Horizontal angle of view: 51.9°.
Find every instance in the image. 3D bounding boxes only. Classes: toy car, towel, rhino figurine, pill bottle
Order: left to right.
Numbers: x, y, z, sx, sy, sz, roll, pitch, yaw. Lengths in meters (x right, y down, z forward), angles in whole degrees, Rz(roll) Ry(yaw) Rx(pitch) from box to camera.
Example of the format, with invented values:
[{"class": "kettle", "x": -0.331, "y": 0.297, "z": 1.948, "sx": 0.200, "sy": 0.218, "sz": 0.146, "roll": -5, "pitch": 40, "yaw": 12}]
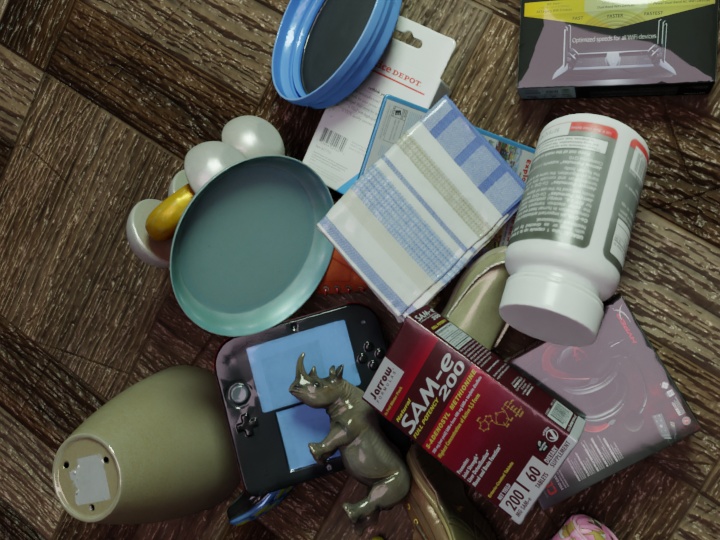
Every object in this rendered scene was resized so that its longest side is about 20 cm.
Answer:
[{"class": "toy car", "x": -0.154, "y": -0.066, "z": 0.852, "sx": 0.174, "sy": 0.201, "sz": 0.151, "roll": -34, "pitch": 103, "yaw": 33}, {"class": "rhino figurine", "x": -0.015, "y": 0.178, "z": 0.801, "sx": 0.086, "sy": 0.060, "sz": 0.203, "roll": -29, "pitch": 89, "yaw": -13}, {"class": "towel", "x": 0.067, "y": -0.062, "z": 0.780, "sx": 0.200, "sy": 0.024, "sz": 0.147, "roll": -45, "pitch": 95, "yaw": -1}, {"class": "pill bottle", "x": 0.207, "y": -0.038, "z": 0.727, "sx": 0.112, "sy": 0.114, "sz": 0.204, "roll": 15, "pitch": 72, "yaw": 18}]

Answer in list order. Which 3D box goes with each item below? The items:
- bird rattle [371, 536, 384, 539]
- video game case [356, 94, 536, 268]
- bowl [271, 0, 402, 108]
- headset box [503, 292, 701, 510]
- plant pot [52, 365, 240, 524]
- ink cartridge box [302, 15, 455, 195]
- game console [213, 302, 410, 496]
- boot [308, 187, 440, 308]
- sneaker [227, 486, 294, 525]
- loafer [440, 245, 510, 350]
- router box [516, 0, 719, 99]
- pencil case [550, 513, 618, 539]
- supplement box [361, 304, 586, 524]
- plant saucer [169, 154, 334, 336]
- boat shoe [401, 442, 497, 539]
[{"class": "bird rattle", "x": 0.040, "y": 0.419, "z": 0.827, "sx": 0.159, "sy": 0.113, "sz": 0.205, "roll": 7, "pitch": 95, "yaw": 2}, {"class": "video game case", "x": 0.095, "y": -0.087, "z": 0.804, "sx": 0.196, "sy": 0.018, "sz": 0.146, "roll": 18, "pitch": 96, "yaw": -8}, {"class": "bowl", "x": -0.028, "y": -0.277, "z": 0.830, "sx": 0.199, "sy": 0.039, "sz": 0.205, "roll": -26, "pitch": 54, "yaw": 42}, {"class": "headset box", "x": 0.223, "y": 0.140, "z": 0.773, "sx": 0.198, "sy": 0.075, "sz": 0.151, "roll": -32, "pitch": 80, "yaw": 16}, {"class": "plant pot", "x": -0.258, "y": 0.219, "z": 0.874, "sx": 0.183, "sy": 0.200, "sz": 0.192, "roll": 0, "pitch": 90, "yaw": 18}, {"class": "ink cartridge box", "x": 0.026, "y": -0.179, "z": 0.847, "sx": 0.115, "sy": 0.068, "sz": 0.203, "roll": 28, "pitch": 99, "yaw": 17}, {"class": "game console", "x": -0.056, "y": 0.143, "z": 0.838, "sx": 0.196, "sy": 0.031, "sz": 0.181, "roll": -15, "pitch": 85, "yaw": -5}, {"class": "boot", "x": 0.000, "y": 0.000, "z": 0.860, "sx": 0.199, "sy": 0.075, "sz": 0.108, "roll": 39, "pitch": 110, "yaw": 19}, {"class": "sneaker", "x": -0.102, "y": 0.214, "z": 0.892, "sx": 0.082, "sy": 0.071, "sz": 0.202, "roll": 31, "pitch": 93, "yaw": 17}, {"class": "loafer", "x": 0.121, "y": 0.065, "z": 0.802, "sx": 0.075, "sy": 0.069, "sz": 0.201, "roll": 28, "pitch": 110, "yaw": -20}, {"class": "router box", "x": 0.266, "y": -0.266, "z": 0.772, "sx": 0.195, "sy": 0.052, "sz": 0.161, "roll": 3, "pitch": 90, "yaw": 19}, {"class": "pencil case", "x": 0.201, "y": 0.357, "z": 0.777, "sx": 0.086, "sy": 0.082, "sz": 0.202, "roll": 41, "pitch": 102, "yaw": 31}, {"class": "supplement box", "x": 0.110, "y": 0.139, "z": 0.739, "sx": 0.198, "sy": 0.061, "sz": 0.110, "roll": 35, "pitch": 111, "yaw": 18}, {"class": "plant saucer", "x": -0.113, "y": -0.027, "z": 0.780, "sx": 0.027, "sy": 0.198, "sz": 0.203, "roll": 34, "pitch": 101, "yaw": 45}, {"class": "boat shoe", "x": 0.096, "y": 0.289, "z": 0.809, "sx": 0.068, "sy": 0.071, "sz": 0.202, "roll": -49, "pitch": 54, "yaw": 31}]
